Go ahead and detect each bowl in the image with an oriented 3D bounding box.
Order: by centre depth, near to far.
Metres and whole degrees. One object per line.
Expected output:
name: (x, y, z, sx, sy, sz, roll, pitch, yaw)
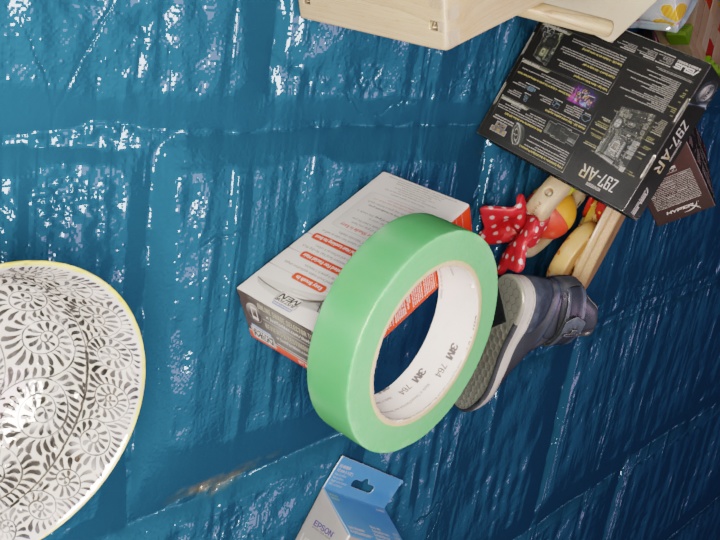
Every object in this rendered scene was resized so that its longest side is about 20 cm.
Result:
bowl: (-0.246, 0.076, 0.575, 0.200, 0.094, 0.203, -26, 127, -41)

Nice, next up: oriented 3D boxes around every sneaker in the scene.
sneaker: (0.196, 0.087, 1.077, 0.145, 0.077, 0.203, -4, 135, -35)

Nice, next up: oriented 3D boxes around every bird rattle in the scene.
bird rattle: (0.225, -0.069, 1.072, 0.201, 0.112, 0.163, -58, 158, -7)

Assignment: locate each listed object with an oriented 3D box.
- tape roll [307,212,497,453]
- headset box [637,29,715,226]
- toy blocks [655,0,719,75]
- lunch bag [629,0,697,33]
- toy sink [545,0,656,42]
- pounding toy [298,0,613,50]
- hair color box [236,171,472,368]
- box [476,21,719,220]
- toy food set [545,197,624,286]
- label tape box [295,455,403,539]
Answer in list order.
tape roll: (0.041, 0.054, 0.770, 0.200, 0.048, 0.202, -30, 132, -40)
headset box: (0.349, -0.180, 1.085, 0.201, 0.077, 0.149, 55, 30, -23)
toy blocks: (0.450, -0.330, 1.223, 0.199, 0.099, 0.138, 28, 75, -53)
lunch bag: (0.321, -0.381, 0.995, 0.200, 0.126, 0.171, -52, 140, -36)
toy sink: (0.240, -0.332, 0.827, 0.129, 0.200, 0.113, 19, 60, -16)
pounding toy: (0.080, -0.246, 0.729, 0.199, 0.183, 0.144, -33, 132, -36)
hair color box: (0.000, 0.000, 0.820, 0.200, 0.110, 0.064, -39, 136, -30)
box: (0.238, -0.167, 0.930, 0.043, 0.199, 0.161, 18, 103, -52)
toy food set: (0.301, -0.051, 1.166, 0.202, 0.048, 0.198, -62, 165, 0)
label tape box: (-0.014, 0.323, 1.009, 0.143, 0.066, 0.201, 37, 81, -52)
